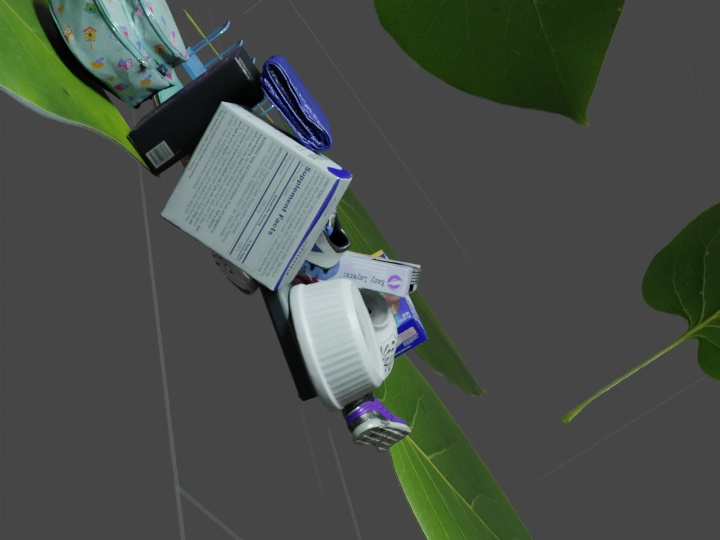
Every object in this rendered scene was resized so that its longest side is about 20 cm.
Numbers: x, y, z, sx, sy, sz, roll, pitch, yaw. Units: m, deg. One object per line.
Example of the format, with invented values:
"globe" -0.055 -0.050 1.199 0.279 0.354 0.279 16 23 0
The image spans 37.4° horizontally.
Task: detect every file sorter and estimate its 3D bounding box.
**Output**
"file sorter" -0.275 -0.410 2.265 0.201 0.122 0.139 55 10 -18

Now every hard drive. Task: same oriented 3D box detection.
"hard drive" -0.103 0.087 1.626 0.140 0.032 0.203 -65 136 -80

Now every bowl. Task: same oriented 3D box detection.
"bowl" -0.007 0.087 1.788 0.199 0.094 0.202 22 40 -20

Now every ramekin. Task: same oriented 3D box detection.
"ramekin" -0.031 0.106 1.619 0.202 0.093 0.205 -19 90 -83

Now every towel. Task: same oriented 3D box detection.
"towel" -0.098 -0.243 1.552 0.148 0.049 0.200 55 6 -13

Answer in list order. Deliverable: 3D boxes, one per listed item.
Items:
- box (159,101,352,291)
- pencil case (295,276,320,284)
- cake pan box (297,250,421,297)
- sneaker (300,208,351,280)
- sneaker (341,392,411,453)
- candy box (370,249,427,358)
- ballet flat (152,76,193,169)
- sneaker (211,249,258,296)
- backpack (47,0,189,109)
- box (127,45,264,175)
"box" -0.144 -0.106 1.492 0.199 0.185 0.105 33 11 7
"pencil case" -0.129 -0.035 1.878 0.093 0.091 0.201 -2 -48 55
"cake pan box" 0.000 0.000 1.754 0.184 0.197 0.053 -19 120 -79
"sneaker" -0.093 -0.071 1.590 0.198 0.115 0.081 27 49 -18
"sneaker" 0.021 0.243 1.791 0.100 0.069 0.200 58 8 24
"candy box" 0.012 0.081 1.977 0.077 0.168 0.201 55 7 -42
"ballet flat" -0.296 -0.231 1.730 0.070 0.065 0.202 -17 75 -42
"sneaker" -0.187 -0.051 1.629 0.075 0.080 0.202 48 15 -52
"backpack" -0.355 -0.354 1.548 0.200 0.152 0.178 23 39 -63
"box" -0.242 -0.244 1.604 0.079 0.199 0.141 54 9 -15
